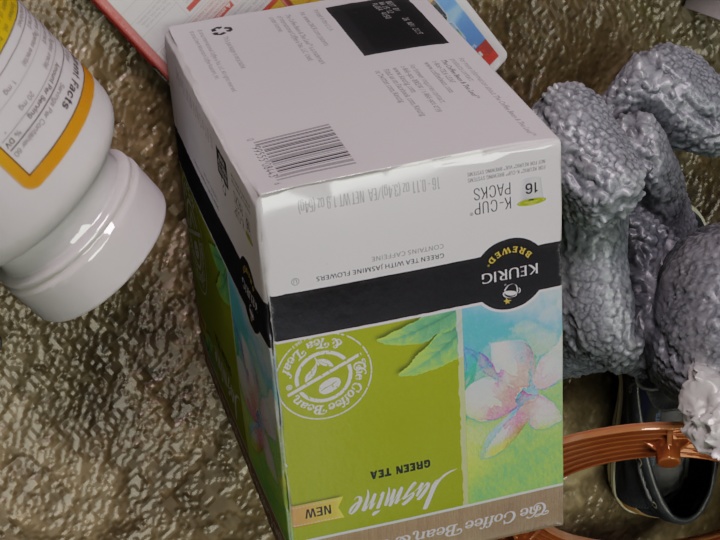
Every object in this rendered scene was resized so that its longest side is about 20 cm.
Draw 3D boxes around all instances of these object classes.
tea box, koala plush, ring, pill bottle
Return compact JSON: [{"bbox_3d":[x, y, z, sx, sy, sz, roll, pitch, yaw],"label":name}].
[{"bbox_3d":[0.000,0.000,0.831,0.133,0.200,0.198,-12,119,-11],"label":"tea box"},{"bbox_3d":[0.169,0.015,0.919,0.177,0.200,0.184,-28,148,-53],"label":"koala plush"},{"bbox_3d":[0.163,0.135,1.008,0.200,0.200,0.019,21,54,-31],"label":"ring"},{"bbox_3d":[-0.180,-0.070,0.790,0.111,0.111,0.200,-46,121,-5],"label":"pill bottle"}]

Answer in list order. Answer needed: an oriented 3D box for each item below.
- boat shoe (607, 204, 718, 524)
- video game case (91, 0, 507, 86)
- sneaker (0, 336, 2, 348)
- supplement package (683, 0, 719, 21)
[{"bbox_3d":[0.182,0.056,1.046,0.074,0.062,0.201,-7,109,-22],"label":"boat shoe"},{"bbox_3d":[-0.030,-0.127,0.899,0.143,0.017,0.200,-46,121,-6],"label":"video game case"},{"bbox_3d":[-0.243,-0.009,0.801,0.199,0.074,0.085,24,95,-31],"label":"sneaker"},{"bbox_3d":[0.304,-0.168,0.993,0.199,0.120,0.122,10,105,-29],"label":"supplement package"}]
